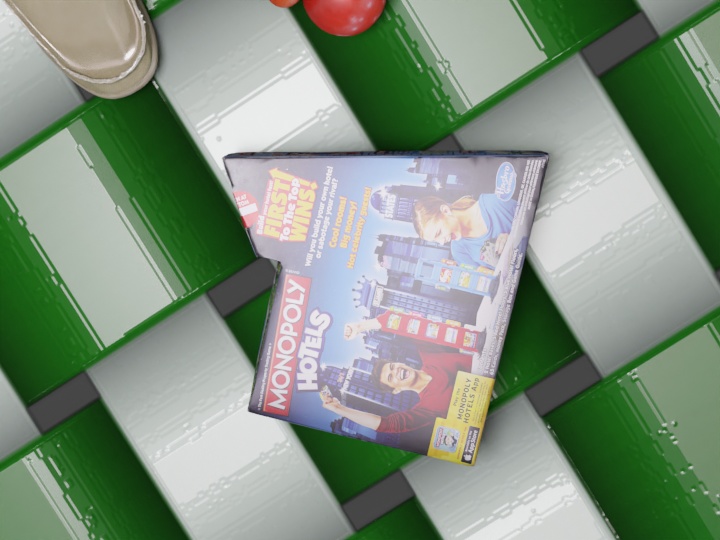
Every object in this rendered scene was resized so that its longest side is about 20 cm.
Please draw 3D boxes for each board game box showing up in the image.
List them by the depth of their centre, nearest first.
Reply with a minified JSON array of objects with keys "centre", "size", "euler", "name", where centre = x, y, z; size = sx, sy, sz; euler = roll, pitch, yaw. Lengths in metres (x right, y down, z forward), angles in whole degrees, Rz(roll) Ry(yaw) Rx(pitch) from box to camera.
[{"centre":[0.000,0.000,1.023],"size":[0.198,0.062,0.202],"euler":[14,97,2],"name":"board game box"}]

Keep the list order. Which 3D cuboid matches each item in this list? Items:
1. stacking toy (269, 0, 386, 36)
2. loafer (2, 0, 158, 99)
[{"centre":[-0.075,-0.203,0.991],"size":[0.199,0.085,0.086],"euler":[26,97,-18],"name":"stacking toy"},{"centre":[-0.201,-0.194,1.009],"size":[0.075,0.068,0.201],"euler":[-35,93,6],"name":"loafer"}]
